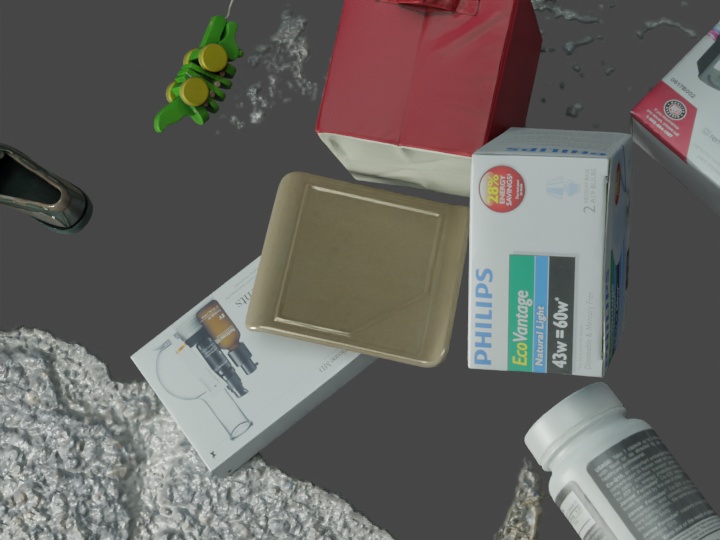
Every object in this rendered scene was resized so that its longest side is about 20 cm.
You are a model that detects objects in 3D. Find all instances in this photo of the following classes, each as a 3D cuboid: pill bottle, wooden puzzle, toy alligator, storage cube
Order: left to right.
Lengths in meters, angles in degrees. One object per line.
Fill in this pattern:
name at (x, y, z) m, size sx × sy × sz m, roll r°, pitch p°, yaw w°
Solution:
toy alligator at (-0.152, -0.224, 1.769) m, size 0.054 × 0.059 × 0.201 m, roll 33°, pitch 78°, yaw -23°
wooden puzzle at (0.000, 0.000, 1.640) m, size 0.199 × 0.037 × 0.186 m, roll 10°, pitch 60°, yaw 4°
storage cube at (0.070, -0.184, 1.630) m, size 0.170 × 0.200 × 0.181 m, roll 10°, pitch 81°, yaw 15°
pill bottle at (0.243, 0.207, 1.508) m, size 0.113 × 0.113 × 0.200 m, roll -35°, pitch 69°, yaw 0°

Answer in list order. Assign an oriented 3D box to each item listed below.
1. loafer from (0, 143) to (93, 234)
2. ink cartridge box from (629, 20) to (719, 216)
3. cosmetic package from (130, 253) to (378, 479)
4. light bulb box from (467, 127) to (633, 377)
loafer at (-0.378, -0.101, 1.772) m, size 0.199 × 0.063 × 0.072 m, roll 22°, pitch 78°, yaw 18°
ink cartridge box at (0.381, -0.164, 1.612) m, size 0.200 × 0.086 × 0.148 m, roll -46°, pitch 69°, yaw -3°
cosmetic package at (-0.106, 0.087, 1.659) m, size 0.200 × 0.052 × 0.151 m, roll -38°, pitch 71°, yaw -2°
light bulb box at (0.176, -0.022, 1.516) m, size 0.124 × 0.200 × 0.199 m, roll 3°, pitch 102°, yaw 14°
